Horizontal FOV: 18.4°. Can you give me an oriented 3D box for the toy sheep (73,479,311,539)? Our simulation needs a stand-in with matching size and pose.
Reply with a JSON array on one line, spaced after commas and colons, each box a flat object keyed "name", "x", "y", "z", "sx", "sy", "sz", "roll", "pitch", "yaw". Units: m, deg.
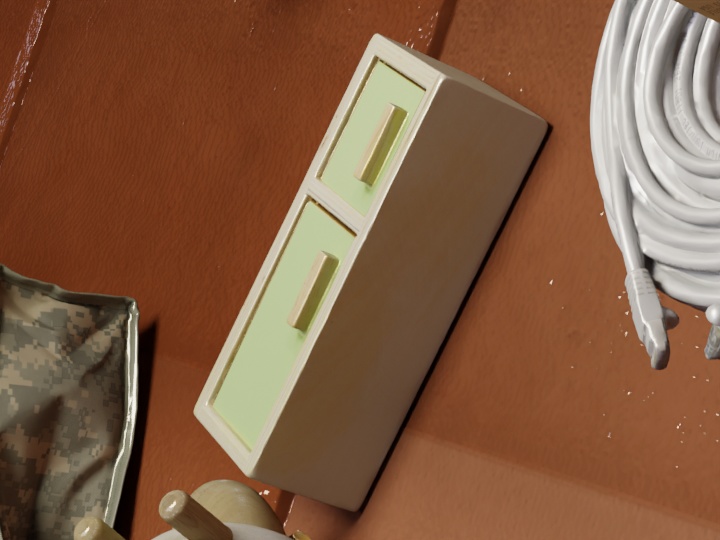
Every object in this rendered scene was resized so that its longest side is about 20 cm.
[{"name": "toy sheep", "x": -0.066, "y": 0.179, "z": 0.954, "sx": 0.138, "sy": 0.138, "sz": 0.201, "roll": -35, "pitch": 36, "yaw": 43}]

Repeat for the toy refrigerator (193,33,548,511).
[{"name": "toy refrigerator", "x": 0.000, "y": 0.000, "z": 1.017, "sx": 0.201, "sy": 0.070, "sz": 0.076, "roll": -63, "pitch": 31, "yaw": 9}]

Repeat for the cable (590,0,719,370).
[{"name": "cable", "x": 0.166, "y": -0.076, "z": 0.806, "sx": 0.200, "sy": 0.069, "sz": 0.200, "roll": -47, "pitch": 37, "yaw": 31}]

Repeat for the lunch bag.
[{"name": "lunch bag", "x": -0.209, "y": 0.121, "z": 1.231, "sx": 0.164, "sy": 0.117, "sz": 0.201, "roll": -27, "pitch": 57, "yaw": 48}]

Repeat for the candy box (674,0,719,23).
[{"name": "candy box", "x": 0.185, "y": -0.104, "z": 0.663, "sx": 0.055, "sy": 0.199, "sz": 0.116, "roll": -14, "pitch": 60, "yaw": 55}]
